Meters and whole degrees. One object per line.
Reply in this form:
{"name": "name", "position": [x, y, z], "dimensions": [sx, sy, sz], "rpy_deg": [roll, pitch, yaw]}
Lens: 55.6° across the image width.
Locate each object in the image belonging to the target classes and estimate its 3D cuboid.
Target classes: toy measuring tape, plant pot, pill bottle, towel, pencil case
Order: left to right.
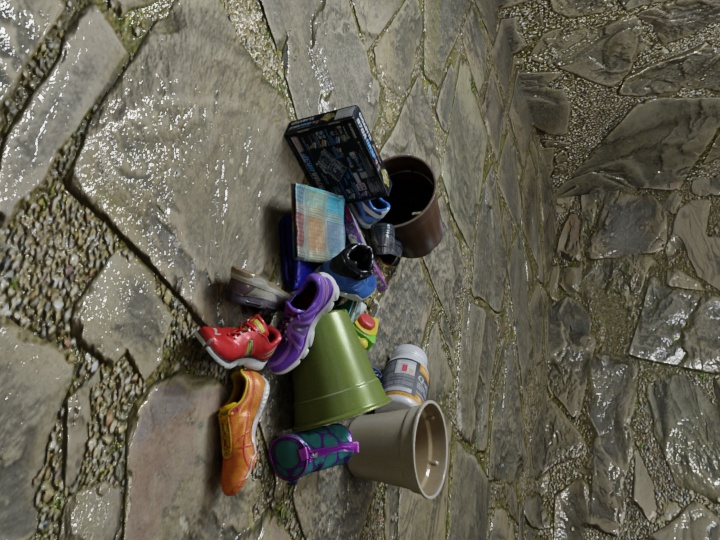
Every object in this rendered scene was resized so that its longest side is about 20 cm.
{"name": "pencil case", "position": [-0.086, 0.340, 1.285], "dimensions": [0.199, 0.091, 0.087], "rpy_deg": [11, 76, -63]}
{"name": "towel", "position": [-0.091, -0.039, 1.389], "dimensions": [0.199, 0.049, 0.151], "rpy_deg": [-8, 92, -63]}
{"name": "towel", "position": [-0.078, -0.087, 1.347], "dimensions": [0.199, 0.021, 0.150], "rpy_deg": [6, 81, -65]}
{"name": "plant pot", "position": [-0.058, 0.180, 1.294], "dimensions": [0.199, 0.197, 0.193], "rpy_deg": [-3, 76, -63]}
{"name": "toy measuring tape", "position": [0.004, 0.112, 1.551], "dimensions": [0.201, 0.072, 0.075], "rpy_deg": [-80, 154, -61]}
{"name": "plant pot", "position": [0.073, 0.387, 1.492], "dimensions": [0.200, 0.180, 0.205], "rpy_deg": [18, 69, -60]}
{"name": "pill bottle", "position": [0.104, 0.279, 1.637], "dimensions": [0.201, 0.114, 0.118], "rpy_deg": [-71, 145, -52]}
{"name": "plant pot", "position": [0.114, -0.140, 1.677], "dimensions": [0.199, 0.197, 0.204], "rpy_deg": [56, 38, -55]}

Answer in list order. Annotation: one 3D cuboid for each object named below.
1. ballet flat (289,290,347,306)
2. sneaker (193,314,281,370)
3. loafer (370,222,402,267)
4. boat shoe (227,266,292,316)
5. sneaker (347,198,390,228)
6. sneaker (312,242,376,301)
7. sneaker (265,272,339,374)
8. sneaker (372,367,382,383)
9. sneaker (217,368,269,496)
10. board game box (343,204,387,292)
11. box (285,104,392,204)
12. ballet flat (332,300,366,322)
{"name": "ballet flat", "position": [-0.079, 0.066, 1.367], "dimensions": [0.199, 0.057, 0.067], "rpy_deg": [-9, 136, -58]}
{"name": "sneaker", "position": [-0.193, 0.105, 1.103], "dimensions": [0.077, 0.085, 0.200], "rpy_deg": [46, 8, 20]}
{"name": "loafer", "position": [0.058, -0.041, 1.597], "dimensions": [0.200, 0.071, 0.074], "rpy_deg": [54, 35, -67]}
{"name": "boat shoe", "position": [-0.177, 0.048, 1.190], "dimensions": [0.066, 0.071, 0.200], "rpy_deg": [-64, 160, -7]}
{"name": "sneaker", "position": [-0.008, -0.190, 1.518], "dimensions": [0.201, 0.082, 0.074], "rpy_deg": [50, 44, -20]}
{"name": "sneaker", "position": [0.000, 0.001, 1.380], "dimensions": [0.199, 0.111, 0.078], "rpy_deg": [11, 49, -54]}
{"name": "sneaker", "position": [-0.120, 0.087, 1.207], "dimensions": [0.202, 0.080, 0.083], "rpy_deg": [-61, 151, 5]}
{"name": "sneaker", "position": [0.016, 0.252, 1.517], "dimensions": [0.199, 0.077, 0.072], "rpy_deg": [1, 84, -63]}
{"name": "sneaker", "position": [-0.205, 0.260, 1.110], "dimensions": [0.077, 0.072, 0.203], "rpy_deg": [27, 55, -35]}
{"name": "board game box", "position": [0.007, -0.046, 1.520], "dimensions": [0.201, 0.032, 0.122], "rpy_deg": [58, 13, -58]}
{"name": "box", "position": [-0.041, -0.227, 1.401], "dimensions": [0.201, 0.156, 0.046], "rpy_deg": [61, 33, -37]}
{"name": "ballet flat", "position": [-0.018, 0.050, 1.496], "dimensions": [0.071, 0.068, 0.204], "rpy_deg": [31, 54, -44]}
